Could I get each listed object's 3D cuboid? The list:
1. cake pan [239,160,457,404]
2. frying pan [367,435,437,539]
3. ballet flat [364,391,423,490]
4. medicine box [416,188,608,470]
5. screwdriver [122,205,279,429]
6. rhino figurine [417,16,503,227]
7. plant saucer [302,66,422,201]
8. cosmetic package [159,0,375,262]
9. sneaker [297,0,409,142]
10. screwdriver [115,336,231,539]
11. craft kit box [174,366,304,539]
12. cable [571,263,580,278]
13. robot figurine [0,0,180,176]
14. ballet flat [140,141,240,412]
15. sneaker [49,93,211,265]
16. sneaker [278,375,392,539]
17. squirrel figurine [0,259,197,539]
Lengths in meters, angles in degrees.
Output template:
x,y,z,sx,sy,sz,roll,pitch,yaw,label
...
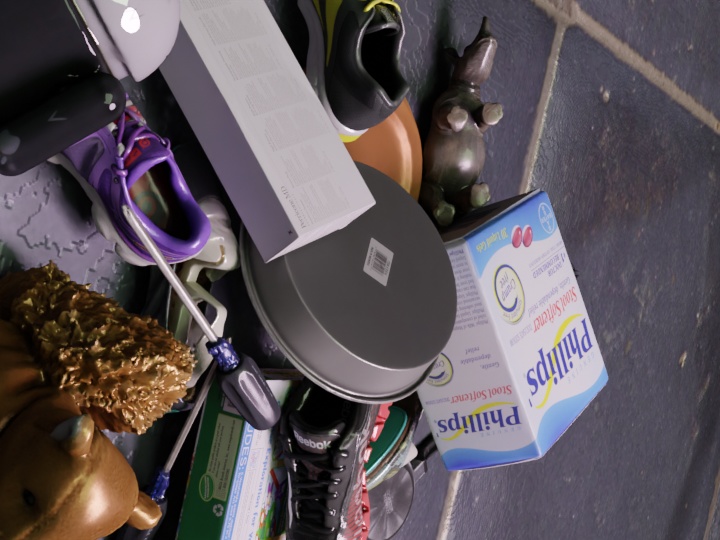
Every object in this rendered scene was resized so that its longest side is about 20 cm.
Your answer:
x,y,z,sx,sy,sz,roll,pitch,yaw,label
0.000,0.000,0.837,0.199,0.037,0.202,22,53,-33,cake pan
0.041,0.219,1.089,0.189,0.031,0.116,-2,101,-47,frying pan
0.035,0.132,1.028,0.071,0.069,0.201,53,54,-46,ballet flat
0.126,0.051,1.009,0.182,0.102,0.202,-30,101,-54,medicine box
-0.105,0.037,0.717,0.201,0.028,0.029,58,39,-38,screwdriver
0.094,-0.138,1.023,0.059,0.087,0.202,10,90,-11,rhino figurine
-0.008,-0.082,0.943,0.199,0.037,0.203,-17,112,-48,plant saucer
-0.076,-0.113,0.767,0.082,0.051,0.201,-25,85,-46,cosmetic package
-0.002,-0.206,0.857,0.074,0.084,0.202,-11,92,-42,sneaker
-0.138,0.130,0.793,0.029,0.028,0.202,14,113,-22,screwdriver
-0.075,0.179,0.885,0.197,0.048,0.202,14,88,-64,craft kit box
0.170,0.040,1.188,0.199,0.051,0.165,-32,118,-37,cable
-0.196,-0.133,0.599,0.199,0.125,0.151,-27,102,-5,robot figurine
-0.122,0.009,0.802,0.073,0.073,0.202,14,88,-51,ballet flat
-0.160,-0.090,0.704,0.081,0.083,0.201,-50,117,-26,sneaker
-0.028,0.152,0.840,0.098,0.070,0.203,22,79,-67,sneaker
-0.188,0.083,0.648,0.200,0.185,0.142,-48,132,-31,squirrel figurine
